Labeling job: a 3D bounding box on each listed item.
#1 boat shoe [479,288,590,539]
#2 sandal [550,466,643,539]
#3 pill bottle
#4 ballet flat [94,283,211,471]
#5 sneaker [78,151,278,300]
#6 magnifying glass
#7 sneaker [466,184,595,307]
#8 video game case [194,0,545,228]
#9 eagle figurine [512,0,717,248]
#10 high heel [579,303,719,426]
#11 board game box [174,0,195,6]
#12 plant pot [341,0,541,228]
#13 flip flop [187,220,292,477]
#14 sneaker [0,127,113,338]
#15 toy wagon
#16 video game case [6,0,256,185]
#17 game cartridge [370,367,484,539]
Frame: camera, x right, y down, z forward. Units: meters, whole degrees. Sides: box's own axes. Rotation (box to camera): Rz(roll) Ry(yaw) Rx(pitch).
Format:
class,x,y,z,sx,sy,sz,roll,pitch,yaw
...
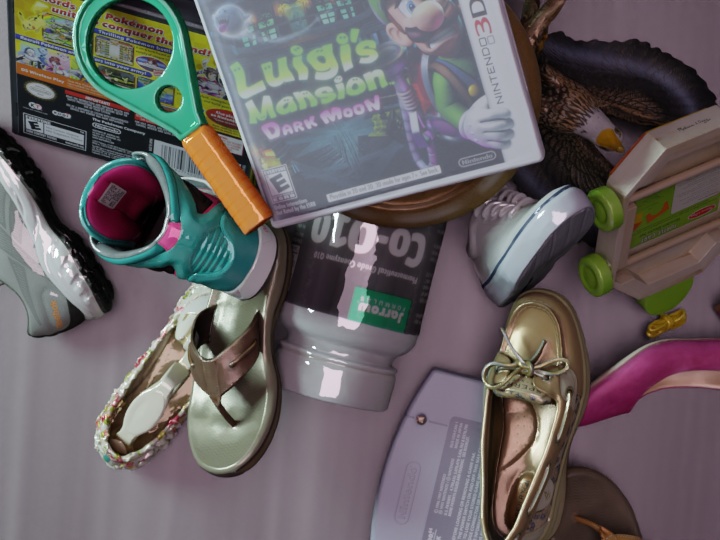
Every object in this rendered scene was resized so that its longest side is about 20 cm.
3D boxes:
class,x,y,z,sx,sy,sz,roll,pitch,yaw
boat shoe,0.127,0.113,1.204,0.073,0.063,0.200,3,90,29
sandal,0.203,0.244,1.242,0.080,0.054,0.200,-22,92,-22
pill bottle,0.000,0.000,1.224,0.113,0.113,0.200,14,91,1
ballet flat,-0.138,0.076,1.252,0.076,0.064,0.200,34,90,-1
sneaker,-0.154,-0.041,1.172,0.121,0.200,0.084,26,90,-33
magnifying glass,-0.128,-0.113,1.110,0.080,0.022,0.200,-36,88,11
sneaker,0.114,-0.028,1.183,0.073,0.200,0.071,-34,82,-18
video game case,0.007,-0.135,1.084,0.200,0.023,0.182,-14,110,12
eagle figurine,0.168,-0.118,1.223,0.152,0.200,0.151,-27,55,31
high heel,0.258,0.094,1.243,0.200,0.067,0.096,-28,80,-14
board game box,-0.040,-0.176,1.195,0.200,0.165,0.057,15,69,1
plant pot,0.026,-0.119,1.115,0.200,0.027,0.200,2,112,6
flip flop,-0.096,0.052,1.181,0.081,0.058,0.200,4,80,34
sneaker,-0.275,-0.038,1.250,0.079,0.074,0.200,-31,90,6
toy wagon,0.234,-0.031,1.208,0.155,0.200,0.040,-22,50,-20
video game case,-0.167,-0.142,1.204,0.200,0.181,0.026,16,54,1
game cartridge,0.079,0.184,1.264,0.133,0.040,0.200,14,90,-3
